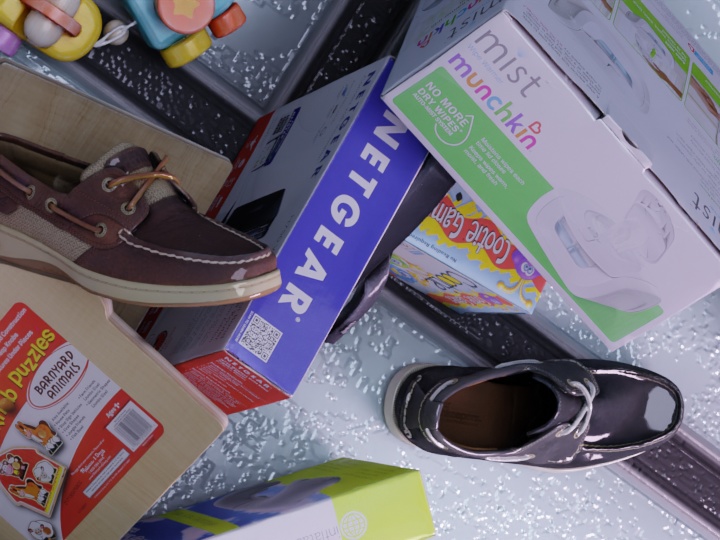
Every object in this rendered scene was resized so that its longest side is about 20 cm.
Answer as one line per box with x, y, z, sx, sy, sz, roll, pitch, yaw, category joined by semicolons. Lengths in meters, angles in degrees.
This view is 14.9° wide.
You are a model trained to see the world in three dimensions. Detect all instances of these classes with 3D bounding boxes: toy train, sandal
-0.149;-0.190;1.568;0.199;0.056;0.151;6;98;-17;toy train
0.000;0.000;1.561;0.043;0.076;0.200;36;120;-16;sandal

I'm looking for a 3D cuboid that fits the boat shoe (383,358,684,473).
0.117;0.090;1.699;0.199;0.068;0.072;2;87;-24;boat shoe

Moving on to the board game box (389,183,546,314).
0.082;-0.085;1.664;0.103;0.105;0.201;29;79;-20;board game box

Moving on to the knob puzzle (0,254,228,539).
-0.194;0.068;1.532;0.220;0.219;0.030;56;30;-13;knob puzzle

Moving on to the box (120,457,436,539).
-0.071;0.159;1.589;0.199;0.122;0.048;-16;96;-22;box

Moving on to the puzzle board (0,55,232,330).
-0.185;-0.009;1.552;0.150;0.017;0.200;23;110;-26;puzzle board

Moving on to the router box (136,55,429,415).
-0.048;-0.013;1.553;0.049;0.179;0.200;36;67;-17;router box

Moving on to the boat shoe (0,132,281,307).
-0.128;-0.032;1.454;0.072;0.199;0.072;-19;118;-50;boat shoe

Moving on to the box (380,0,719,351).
0.125;-0.090;1.523;0.200;0.097;0.177;47;31;-17;box
